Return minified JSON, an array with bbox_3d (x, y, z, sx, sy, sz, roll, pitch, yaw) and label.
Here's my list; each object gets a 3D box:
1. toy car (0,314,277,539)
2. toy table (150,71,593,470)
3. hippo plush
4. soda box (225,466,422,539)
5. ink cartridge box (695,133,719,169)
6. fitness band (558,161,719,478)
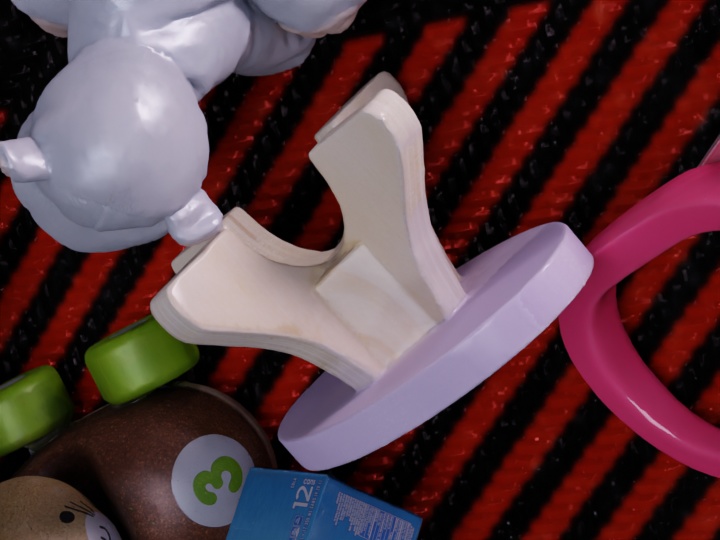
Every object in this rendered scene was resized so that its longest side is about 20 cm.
[{"bbox_3d":[-0.136,0.136,0.977,0.157,0.200,0.165,-24,96,22],"label":"toy car"},{"bbox_3d":[0.000,0.000,0.921,0.117,0.184,0.200,48,129,-8],"label":"toy table"},{"bbox_3d":[-0.078,-0.085,0.895,0.159,0.200,0.161,12,72,-19],"label":"hippo plush"},{"bbox_3d":[-0.041,0.197,0.950,0.068,0.064,0.201,-2,65,53],"label":"soda box"},{"bbox_3d":[0.257,-0.038,0.840,0.200,0.084,0.145,35,141,6],"label":"ink cartridge box"},{"bbox_3d":[0.167,0.025,0.888,0.144,0.037,0.200,44,149,-3],"label":"fitness band"}]
